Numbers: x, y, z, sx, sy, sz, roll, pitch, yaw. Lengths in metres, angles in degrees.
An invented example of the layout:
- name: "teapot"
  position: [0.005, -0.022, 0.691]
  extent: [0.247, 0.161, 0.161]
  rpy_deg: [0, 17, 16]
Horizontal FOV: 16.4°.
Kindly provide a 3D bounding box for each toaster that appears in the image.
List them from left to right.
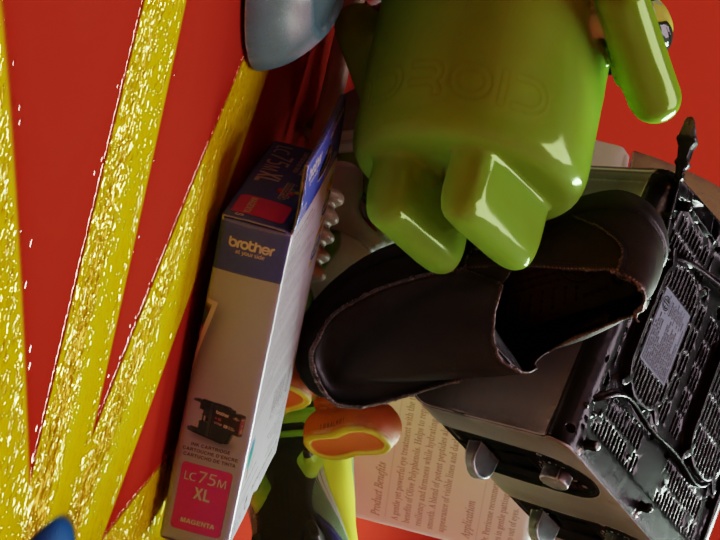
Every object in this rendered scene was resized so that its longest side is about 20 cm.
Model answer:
- name: "toaster"
  position: [0.136, 0.045, 1.356]
  extent: [0.181, 0.118, 0.200]
  rpy_deg: [47, 59, -47]

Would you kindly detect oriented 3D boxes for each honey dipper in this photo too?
- name: "honey dipper"
  position: [-0.014, -0.095, 1.281]
  extent: [0.038, 0.038, 0.201]
  rpy_deg: [68, 35, -80]

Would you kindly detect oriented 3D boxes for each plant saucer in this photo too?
- name: "plant saucer"
  position: [-0.012, -0.185, 1.126]
  extent: [0.200, 0.027, 0.201]
  rpy_deg: [15, 90, -83]

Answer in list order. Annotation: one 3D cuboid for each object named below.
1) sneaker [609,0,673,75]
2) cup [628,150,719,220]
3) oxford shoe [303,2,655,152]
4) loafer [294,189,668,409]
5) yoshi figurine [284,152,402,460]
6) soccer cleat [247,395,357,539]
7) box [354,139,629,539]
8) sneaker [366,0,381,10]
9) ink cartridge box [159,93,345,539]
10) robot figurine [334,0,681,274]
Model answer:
- name: "sneaker"
  position: [0.124, -0.192, 1.505]
  extent: [0.090, 0.200, 0.078]
  rpy_deg: [-34, 141, -23]
- name: "cup"
  position: [0.223, 0.035, 1.604]
  extent: [0.200, 0.143, 0.201]
  rpy_deg: [12, 90, -84]
- name: "oxford shoe"
  position: [0.059, -0.117, 1.323]
  extent: [0.075, 0.199, 0.058]
  rpy_deg: [-117, -175, -67]
- name: "loafer"
  position: [0.057, 0.019, 1.236]
  extent: [0.073, 0.200, 0.071]
  rpy_deg: [60, 15, -24]
- name: "yoshi figurine"
  position: [0.006, -0.006, 1.343]
  extent: [0.113, 0.112, 0.200]
  rpy_deg: [82, 19, -57]
- name: "soccer cleat"
  position: [-0.029, 0.142, 1.376]
  extent: [0.200, 0.064, 0.084]
  rpy_deg: [-90, 164, -55]
- name: "box"
  position: [0.058, 0.035, 1.580]
  extent: [0.199, 0.171, 0.200]
  rpy_deg: [97, 9, -47]
- name: "sneaker"
  position: [0.065, -0.137, 1.472]
  extent: [0.076, 0.114, 0.200]
  rpy_deg: [-63, 170, -15]
- name: "ink cartridge box"
  position: [-0.050, 0.020, 1.191]
  extent: [0.119, 0.042, 0.201]
  rpy_deg: [-65, 170, -68]
- name: "robot figurine"
  position: [0.062, -0.101, 1.211]
  extent: [0.116, 0.175, 0.201]
  rpy_deg: [36, 58, -47]
